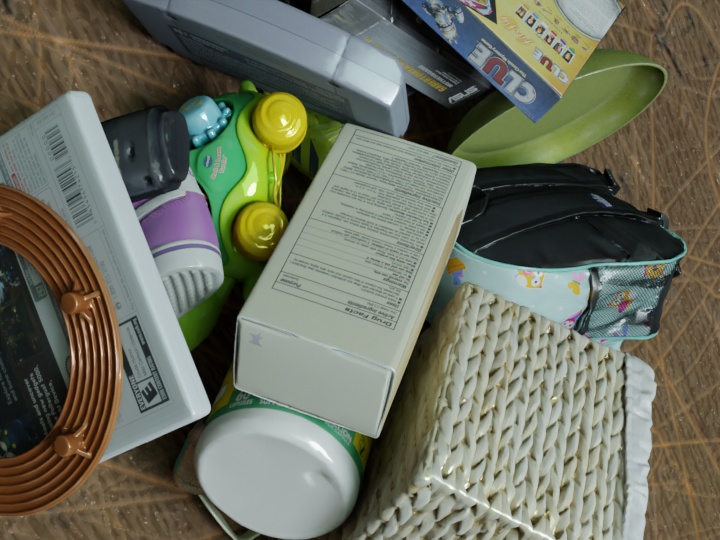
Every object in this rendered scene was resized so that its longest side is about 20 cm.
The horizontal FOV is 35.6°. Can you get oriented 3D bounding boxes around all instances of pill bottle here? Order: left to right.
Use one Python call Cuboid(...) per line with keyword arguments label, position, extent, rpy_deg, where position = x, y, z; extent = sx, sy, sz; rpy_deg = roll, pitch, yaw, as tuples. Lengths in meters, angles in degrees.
Cuboid(label="pill bottle", position=(-0.036, 0.078, 0.796), extent=(0.113, 0.112, 0.201), rpy_deg=(47, 35, -22))

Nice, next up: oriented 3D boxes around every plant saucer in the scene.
Cuboid(label="plant saucer", position=(0.154, -0.128, 0.925), extent=(0.198, 0.200, 0.031), rpy_deg=(-14, 74, -33))

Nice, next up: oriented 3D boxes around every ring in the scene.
Cuboid(label="ring", position=(-0.226, 0.049, 0.669), extent=(0.019, 0.198, 0.203), rpy_deg=(-10, 94, -63))

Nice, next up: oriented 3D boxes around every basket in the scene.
Cuboid(label="basket", position=(0.083, 0.149, 0.783), extent=(0.160, 0.199, 0.201), rpy_deg=(29, 42, -8))

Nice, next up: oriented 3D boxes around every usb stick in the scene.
Cuboid(label="usb stick", position=(-0.190, -0.056, 0.695), extent=(0.033, 0.198, 0.056), rpy_deg=(19, 64, -58))

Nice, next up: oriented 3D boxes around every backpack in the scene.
Cuboid(label="backpack", position=(0.129, -0.001, 0.904), extent=(0.198, 0.176, 0.155), rpy_deg=(1, 122, -29))

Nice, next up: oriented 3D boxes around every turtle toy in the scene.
Cuboid(label="turtle toy", position=(-0.103, -0.039, 0.789), extent=(0.100, 0.146, 0.202), rpy_deg=(11, 80, -8))

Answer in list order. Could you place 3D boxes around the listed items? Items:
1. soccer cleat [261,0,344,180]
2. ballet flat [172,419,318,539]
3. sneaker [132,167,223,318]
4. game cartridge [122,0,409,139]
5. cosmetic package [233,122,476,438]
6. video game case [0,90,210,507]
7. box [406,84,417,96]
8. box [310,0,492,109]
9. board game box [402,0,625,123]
Cuboid(label="soccer cleat", position=(-0.041, -0.148, 0.855), extent=(0.064, 0.083, 0.202), rpy_deg=(-33, 105, -30))
Cuboid(label="ballet flat", position=(-0.060, 0.185, 0.848), extent=(0.199, 0.068, 0.067), rpy_deg=(38, 87, -20))
Cuboid(label="sneaker", position=(-0.175, -0.004, 0.733), extent=(0.072, 0.199, 0.115), rpy_deg=(22, 44, -56))
Cuboid(label="game cartridge", position=(-0.060, -0.150, 0.763), extent=(0.198, 0.133, 0.041), rpy_deg=(23, 90, 6))
Cuboid(label="cosmetic package", position=(0.000, 0.000, 0.736), extent=(0.104, 0.072, 0.201), rpy_deg=(19, 47, 8))
Cuboid(label="video game case", position=(-0.196, 0.023, 0.675), extent=(0.023, 0.181, 0.202), rpy_deg=(-13, 79, -63))
Cuboid(label="box", position=(0.002, -0.236, 0.916), extent=(0.142, 0.036, 0.201), rpy_deg=(-34, 107, -30))
Cuboid(label="box", position=(0.040, -0.249, 0.873), extent=(0.158, 0.048, 0.202), rpy_deg=(22, 62, -39))
Cuboid(label="board game box", position=(0.087, -0.216, 0.804), extent=(0.200, 0.035, 0.136), rpy_deg=(42, 50, -4))
